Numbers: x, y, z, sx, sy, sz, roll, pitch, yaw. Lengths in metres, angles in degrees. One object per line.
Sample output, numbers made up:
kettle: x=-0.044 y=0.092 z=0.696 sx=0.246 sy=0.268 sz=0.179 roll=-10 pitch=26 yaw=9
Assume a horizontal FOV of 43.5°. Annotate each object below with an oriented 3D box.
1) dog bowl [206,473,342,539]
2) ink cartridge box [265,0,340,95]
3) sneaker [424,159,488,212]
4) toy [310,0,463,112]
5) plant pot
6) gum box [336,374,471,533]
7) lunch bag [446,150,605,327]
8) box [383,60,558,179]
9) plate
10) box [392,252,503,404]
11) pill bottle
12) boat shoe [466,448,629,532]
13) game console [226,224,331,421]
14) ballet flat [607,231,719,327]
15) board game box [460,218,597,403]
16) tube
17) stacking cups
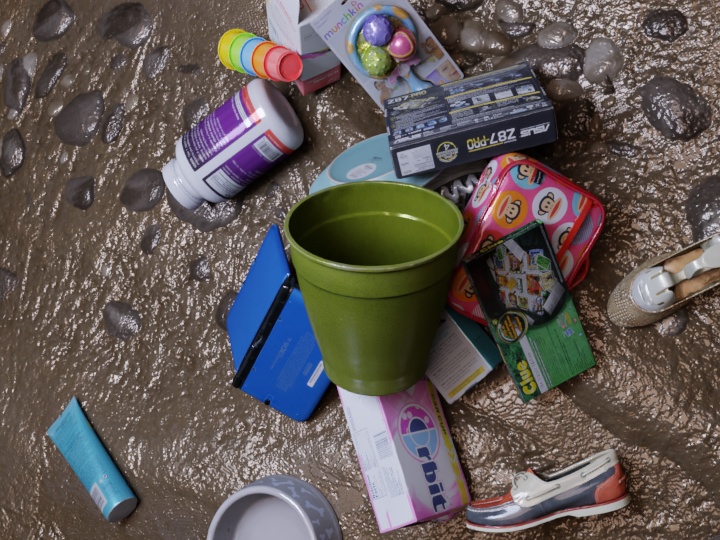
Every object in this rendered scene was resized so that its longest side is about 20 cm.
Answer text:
dog bowl: x=-0.122 y=0.379 z=1.215 sx=0.196 sy=0.058 sz=0.205 roll=-3 pitch=82 yaw=23
ink cartridge box: x=-0.078 y=-0.347 z=1.218 sx=0.067 sy=0.201 sz=0.118 roll=-25 pitch=71 yaw=-11
sneaker: x=0.080 y=-0.103 z=1.163 sx=0.196 sy=0.076 sz=0.082 roll=-16 pitch=64 yaw=-12
toy: x=0.042 y=-0.279 z=1.166 sx=0.115 sy=0.200 sz=0.047 roll=-40 pitch=33 yaw=9
plant pot: x=0.017 y=0.030 z=1.034 sx=0.197 sy=0.200 sz=0.196 roll=14 pitch=124 yaw=25
gum box: x=0.056 y=0.218 z=1.119 sx=0.066 sy=0.112 sz=0.204 roll=-30 pitch=70 yaw=39
lunch bag: x=0.197 y=-0.024 z=1.087 sx=0.174 sy=0.082 sz=0.202 roll=24 pitch=103 yaw=-18
box: x=0.128 y=-0.188 z=1.112 sx=0.196 sy=0.050 sz=0.162 roll=-14 pitch=33 yaw=5
plate: x=0.022 y=-0.138 z=1.166 sx=0.196 sy=0.201 sz=0.026 roll=-8 pitch=122 yaw=23
box: x=0.085 y=0.061 z=1.139 sx=0.082 sy=0.049 sz=0.201 roll=-43 pitch=81 yaw=30
pill bottle: x=-0.185 y=-0.175 z=1.292 sx=0.198 sy=0.112 sz=0.114 roll=-33 pitch=71 yaw=16
boat shoe: x=0.216 y=0.263 z=1.070 sx=0.196 sy=0.071 sz=0.064 roll=-16 pitch=91 yaw=15
game console: x=-0.097 y=0.073 z=1.227 sx=0.169 sy=0.119 sz=0.201 roll=29 pitch=126 yaw=-3
ballet flat: x=0.372 y=0.003 z=1.044 sx=0.198 sy=0.065 sz=0.071 roll=-32 pitch=71 yaw=17
board game box: x=0.199 y=0.050 z=1.058 sx=0.103 sy=0.023 sz=0.202 roll=-27 pitch=112 yaw=-3
tube: x=-0.409 y=0.288 z=1.365 sx=0.078 sy=0.050 sz=0.200 roll=-48 pitch=63 yaw=6
stacking cups: x=-0.135 y=-0.300 z=1.269 sx=0.199 sy=0.060 sz=0.061 roll=30 pitch=96 yaw=53
